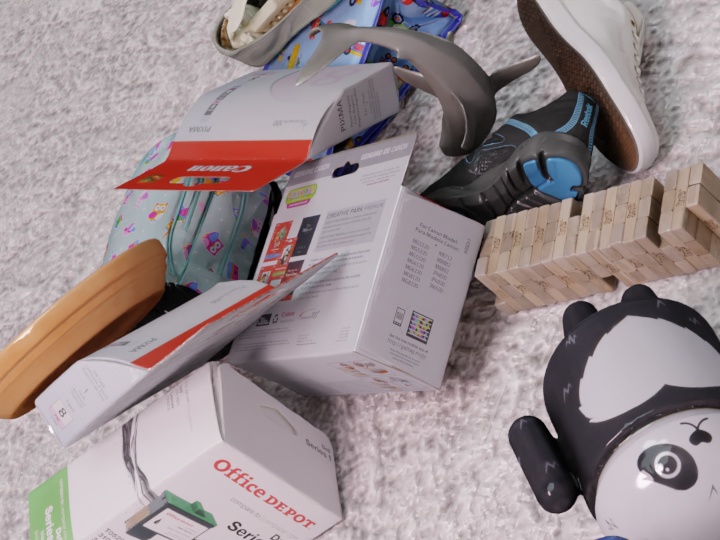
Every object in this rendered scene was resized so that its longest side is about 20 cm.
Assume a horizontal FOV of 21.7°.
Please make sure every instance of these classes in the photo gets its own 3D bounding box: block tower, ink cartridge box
[{"bbox_3d":[0.172,-0.021,1.357,0.199,0.058,0.054,-17,48,40],"label":"block tower"},{"bbox_3d":[0.000,0.000,1.453,0.199,0.083,0.177,-8,61,58],"label":"ink cartridge box"},{"bbox_3d":[-0.134,0.180,1.443,0.199,0.146,0.085,-36,40,21],"label":"ink cartridge box"},{"bbox_3d":[-0.086,-0.120,1.550,0.162,0.058,0.199,2,19,39],"label":"ink cartridge box"},{"bbox_3d":[-0.131,0.043,1.395,0.162,0.057,0.200,-31,-10,-48],"label":"ink cartridge box"}]

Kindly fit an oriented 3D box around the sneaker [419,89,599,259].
[{"bbox_3d":[0.113,-0.070,1.441,0.199,0.073,0.082,-25,33,49],"label":"sneaker"}]

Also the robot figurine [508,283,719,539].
[{"bbox_3d":[0.187,0.097,1.183,0.150,0.124,0.201,-46,36,21],"label":"robot figurine"}]

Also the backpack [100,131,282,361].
[{"bbox_3d":[-0.149,-0.019,1.642,0.166,0.126,0.201,-14,49,42],"label":"backpack"}]

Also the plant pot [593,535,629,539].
[{"bbox_3d":[0.127,0.285,1.037,0.179,0.199,0.201,-24,45,40],"label":"plant pot"}]

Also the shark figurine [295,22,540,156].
[{"bbox_3d":[0.057,-0.136,1.452,0.128,0.214,0.090,-22,56,33],"label":"shark figurine"}]

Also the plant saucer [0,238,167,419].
[{"bbox_3d":[-0.225,0.053,1.480,0.200,0.038,0.200,-42,-3,-3],"label":"plant saucer"}]

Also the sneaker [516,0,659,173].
[{"bbox_3d":[0.196,-0.162,1.441,0.084,0.073,0.201,-15,55,-14],"label":"sneaker"}]

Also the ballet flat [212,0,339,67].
[{"bbox_3d":[-0.063,-0.245,1.648,0.200,0.063,0.068,-39,50,41],"label":"ballet flat"}]

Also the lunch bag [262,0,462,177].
[{"bbox_3d":[-0.025,-0.177,1.687,0.150,0.094,0.201,33,95,51],"label":"lunch bag"}]
